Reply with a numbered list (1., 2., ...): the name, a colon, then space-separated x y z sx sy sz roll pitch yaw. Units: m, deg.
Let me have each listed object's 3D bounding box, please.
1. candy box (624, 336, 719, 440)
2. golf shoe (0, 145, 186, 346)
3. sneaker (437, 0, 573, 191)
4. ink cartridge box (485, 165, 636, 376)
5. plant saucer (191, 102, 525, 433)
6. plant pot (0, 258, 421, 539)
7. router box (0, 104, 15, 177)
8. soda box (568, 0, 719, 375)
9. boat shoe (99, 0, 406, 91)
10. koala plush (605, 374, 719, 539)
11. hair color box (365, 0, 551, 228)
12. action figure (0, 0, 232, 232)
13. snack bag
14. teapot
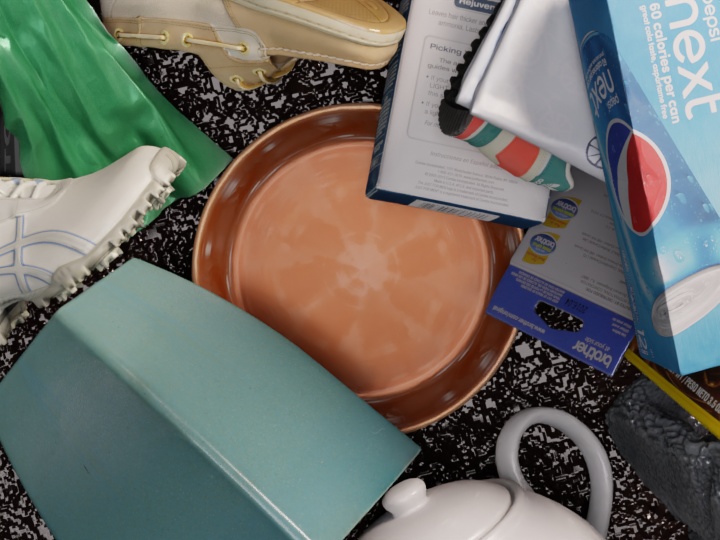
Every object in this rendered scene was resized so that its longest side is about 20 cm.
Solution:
1. candy box: 0.189 0.017 1.105 0.102 0.200 0.026 -51 128 4
2. golf shoe: -0.192 -0.024 1.101 0.200 0.078 0.097 -35 100 16
3. sneaker: 0.130 -0.134 1.079 0.093 0.070 0.200 36 83 -18
4. ink cartridge box: 0.163 -0.038 1.116 0.042 0.119 0.200 35 85 -40
5. plant saucer: 0.000 0.000 1.180 0.200 0.032 0.201 0 97 1
6. plant pot: -0.101 0.101 1.126 0.200 0.141 0.141 45 122 4
7. router box: -0.283 -0.085 1.170 0.149 0.051 0.200 -1 96 0
8. soda box: 0.163 -0.053 1.002 0.068 0.064 0.200 -14 99 -9
9. boat shoe: -0.065 -0.137 1.133 0.200 0.074 0.069 18 112 28
10. koala plush: 0.280 0.121 1.125 0.200 0.184 0.178 -24 107 -16
11. hair color box: 0.071 -0.131 1.129 0.100 0.061 0.200 11 86 -6
12. action figure: -0.175 -0.112 1.133 0.118 0.055 0.200 -37 114 -13
13. snack bag: 0.173 -0.134 1.040 0.188 0.021 0.200 26 88 -12
14. teapot: 0.059 0.181 1.119 0.197 0.200 0.146 -25 100 9
